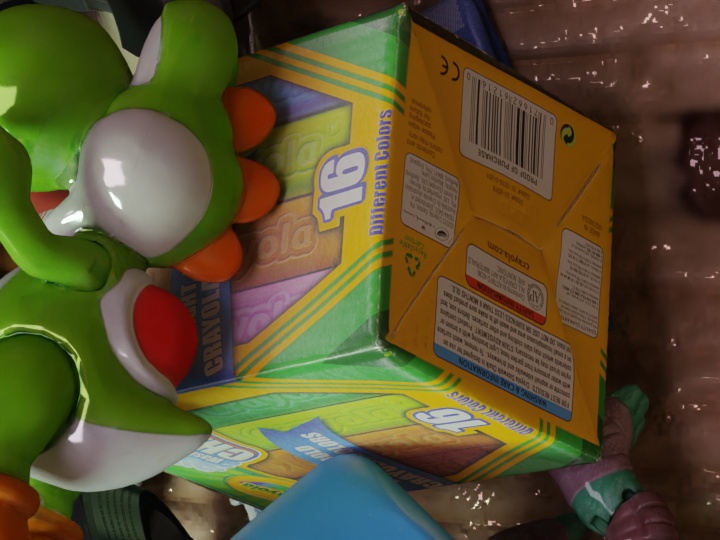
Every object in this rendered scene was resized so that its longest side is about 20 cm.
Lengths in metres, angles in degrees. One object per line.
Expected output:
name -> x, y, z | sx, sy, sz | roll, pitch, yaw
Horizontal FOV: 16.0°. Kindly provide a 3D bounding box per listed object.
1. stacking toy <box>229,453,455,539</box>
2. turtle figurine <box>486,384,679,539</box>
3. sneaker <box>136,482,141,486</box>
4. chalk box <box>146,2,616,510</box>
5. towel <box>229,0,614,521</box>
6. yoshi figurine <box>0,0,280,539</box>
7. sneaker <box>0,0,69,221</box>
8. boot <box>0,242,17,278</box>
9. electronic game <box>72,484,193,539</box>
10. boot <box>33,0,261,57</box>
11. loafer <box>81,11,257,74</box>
stacking toy -> 0.013, 0.164, 0.904 | 0.110, 0.200, 0.116 | -43, 60, -9
turtle figurine -> 0.116, 0.144, 0.859 | 0.150, 0.100, 0.200 | -51, 54, 23
sneaker -> -0.113, 0.092, 1.068 | 0.087, 0.075, 0.200 | 56, 143, 7
chalk box -> -0.026, 0.007, 0.897 | 0.199, 0.124, 0.124 | -15, 62, 39
towel -> 0.000, 0.000, 0.989 | 0.200, 0.024, 0.148 | -33, 71, 36
yoshi figurine -> -0.107, -0.001, 0.813 | 0.112, 0.112, 0.201 | 0, 63, 53
sneaker -> -0.145, -0.089, 1.020 | 0.075, 0.084, 0.201 | -34, 40, 32
boot -> -0.182, -0.003, 1.123 | 0.155, 0.077, 0.201 | 23, 102, 32
electronic game -> -0.061, 0.165, 0.965 | 0.041, 0.200, 0.201 | -27, 74, 2
boot -> -0.047, -0.161, 0.934 | 0.200, 0.174, 0.069 | 36, 157, 36
loafer -> -0.079, -0.126, 0.996 | 0.068, 0.075, 0.201 | -43, 65, 57
